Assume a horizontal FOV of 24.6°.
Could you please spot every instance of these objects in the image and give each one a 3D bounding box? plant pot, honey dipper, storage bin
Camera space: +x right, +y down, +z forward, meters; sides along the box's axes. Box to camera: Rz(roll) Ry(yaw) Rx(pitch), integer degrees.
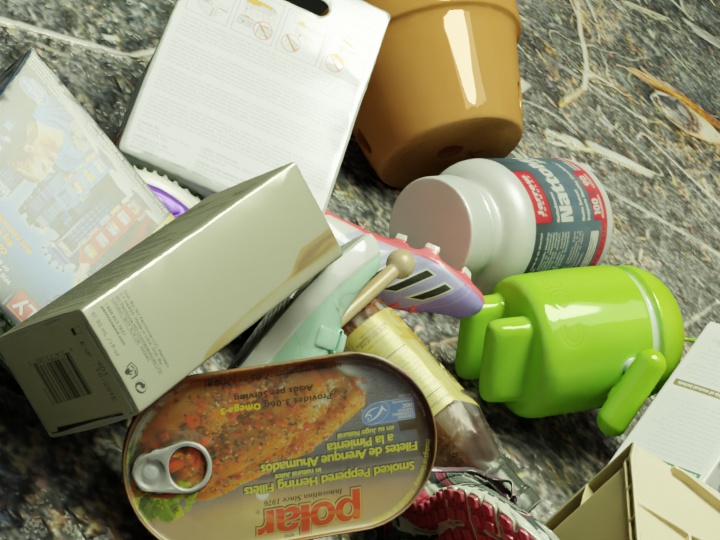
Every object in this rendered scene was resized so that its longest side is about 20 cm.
[{"bbox_3d":[0.063,-0.166,1.489,0.199,0.200,0.141,5,61,-44],"label":"plant pot"},{"bbox_3d":[-0.023,0.044,1.190,0.038,0.038,0.200,44,52,8],"label":"honey dipper"},{"bbox_3d":[0.142,0.242,1.020,0.093,0.200,0.199,32,31,-15],"label":"storage bin"}]

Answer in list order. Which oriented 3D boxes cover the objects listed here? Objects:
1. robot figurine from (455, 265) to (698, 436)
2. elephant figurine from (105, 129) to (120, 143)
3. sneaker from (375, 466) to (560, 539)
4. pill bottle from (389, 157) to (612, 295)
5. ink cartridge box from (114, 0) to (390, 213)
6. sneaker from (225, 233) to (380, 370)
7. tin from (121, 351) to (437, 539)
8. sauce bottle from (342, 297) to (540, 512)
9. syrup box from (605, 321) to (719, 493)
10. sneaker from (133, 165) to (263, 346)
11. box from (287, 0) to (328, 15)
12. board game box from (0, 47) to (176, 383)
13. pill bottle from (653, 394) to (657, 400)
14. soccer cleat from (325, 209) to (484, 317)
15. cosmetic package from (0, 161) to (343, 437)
[{"bbox_3d":[0.179,0.056,1.353,0.198,0.117,0.175,-6,23,-24],"label":"robot figurine"},{"bbox_3d":[-0.105,-0.109,1.306,0.201,0.153,0.142,-81,160,-44],"label":"elephant figurine"},{"bbox_3d":[0.077,0.163,1.072,0.074,0.082,0.200,-13,12,-24],"label":"sneaker"},{"bbox_3d":[0.121,-0.038,1.439,0.199,0.120,0.120,-6,53,-50],"label":"pill bottle"},{"bbox_3d":[-0.081,-0.135,1.235,0.161,0.050,0.202,23,64,-11],"label":"ink cartridge box"},{"bbox_3d":[-0.024,0.080,1.096,0.118,0.201,0.074,39,-8,-7],"label":"sneaker"},{"bbox_3d":[-0.051,0.114,1.032,0.198,0.042,0.113,-7,87,-13],"label":"tin"},{"bbox_3d":[0.054,0.110,1.233,0.200,0.066,0.066,49,32,11],"label":"sauce bottle"},{"bbox_3d":[0.263,0.143,1.293,0.081,0.079,0.200,19,54,36],"label":"syrup box"},{"bbox_3d":[-0.130,0.001,1.167,0.199,0.070,0.100,25,40,-21],"label":"sneaker"},{"bbox_3d":[-0.049,-0.313,1.647,0.140,0.079,0.201,18,38,-38],"label":"box"},{"bbox_3d":[-0.217,-0.003,1.051,0.200,0.061,0.200,51,50,-12],"label":"board game box"},{"bbox_3d":[0.318,0.176,1.384,0.112,0.112,0.201,24,34,-24],"label":"pill bottle"},{"bbox_3d":[0.000,0.000,1.290,0.199,0.077,0.067,27,-12,-6],"label":"soccer cleat"},{"bbox_3d":[-0.114,0.016,1.018,0.200,0.105,0.072,-38,103,-40],"label":"cosmetic package"}]
